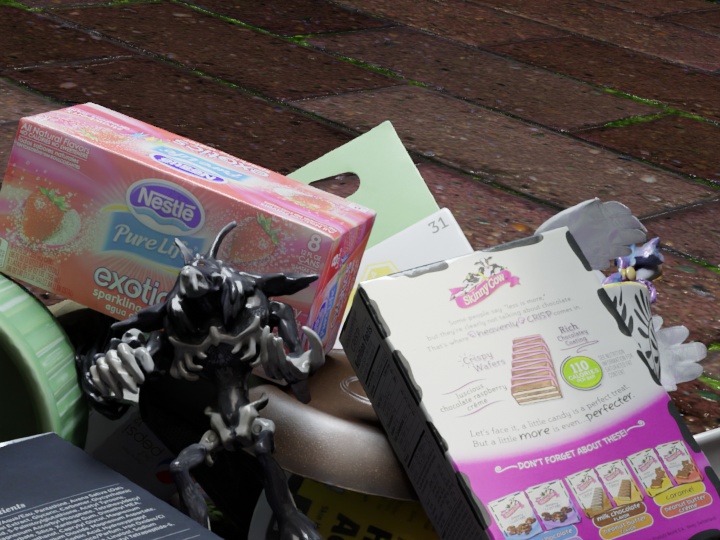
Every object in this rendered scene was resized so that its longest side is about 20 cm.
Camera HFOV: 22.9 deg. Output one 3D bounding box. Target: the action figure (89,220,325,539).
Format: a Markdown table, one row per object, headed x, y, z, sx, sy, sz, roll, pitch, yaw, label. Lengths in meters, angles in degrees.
| x | y | z | sx | sy | sz | roll | pitch | yaw | label |
| --- | --- | --- | --- | --- | --- | --- | --- | --- | --- |
| -0.071 | 0.059 | 0.920 | 0.119 | 0.200 | 0.102 | -13 | -19 | 2 | action figure |

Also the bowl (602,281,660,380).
| x | y | z | sx | sy | sz | roll | pitch | yaw | label |
| --- | --- | --- | --- | --- | --- | --- | --- | --- | --- |
| 0.129 | 0.101 | 1.188 | 0.201 | 0.201 | 0.094 | -11 | 63 | -40 | bowl |

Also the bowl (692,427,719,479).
| x | y | z | sx | sy | sz | roll | pitch | yaw | label |
| --- | --- | --- | --- | --- | --- | --- | --- | --- | --- |
| 0.188 | 0.155 | 1.066 | 0.201 | 0.091 | 0.201 | -17 | -12 | -4 | bowl |

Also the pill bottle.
| x | y | z | sx | sy | sz | roll | pitch | yaw | label |
| --- | --- | --- | --- | --- | --- | --- | --- | --- | --- |
| 0.044 | 0.171 | 0.999 | 0.200 | 0.112 | 0.111 | 18 | 22 | 29 | pill bottle |

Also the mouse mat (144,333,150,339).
| x | y | z | sx | sy | sz | roll | pitch | yaw | label |
| --- | --- | --- | --- | --- | --- | --- | --- | --- | --- |
| -0.112 | 0.058 | 1.300 | 0.161 | 0.008 | 0.200 | 31 | 8 | -26 | mouse mat |

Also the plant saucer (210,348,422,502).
| x | y | z | sx | sy | sz | roll | pitch | yaw | label |
| --- | --- | --- | --- | --- | --- | --- | --- | --- | --- |
| 0.013 | 0.084 | 1.035 | 0.200 | 0.032 | 0.200 | 11 | 13 | -3 | plant saucer |

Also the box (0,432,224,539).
| x | y | z | sx | sy | sz | roll | pitch | yaw | label |
| --- | --- | --- | --- | --- | --- | --- | --- | --- | --- |
| -0.136 | 0.186 | 0.844 | 0.104 | 0.148 | 0.200 | -12 | 28 | -43 | box |

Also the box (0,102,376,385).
| x | y | z | sx | sy | sz | roll | pitch | yaw | label |
| --- | --- | --- | --- | --- | --- | --- | --- | --- | --- |
| -0.106 | -0.019 | 1.047 | 0.200 | 0.095 | 0.103 | 21 | 15 | 11 | box |

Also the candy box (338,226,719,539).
| x | y | z | sx | sy | sz | roll | pitch | yaw | label |
| --- | --- | --- | --- | --- | --- | --- | --- | --- | --- |
| 0.092 | 0.084 | 0.941 | 0.136 | 0.061 | 0.200 | -14 | 60 | -23 | candy box |

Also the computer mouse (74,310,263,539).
| x | y | z | sx | sy | sz | roll | pitch | yaw | label |
| --- | --- | --- | --- | --- | --- | --- | --- | --- | --- |
| -0.090 | 0.090 | 1.088 | 0.053 | 0.200 | 0.139 | -34 | 27 | 13 | computer mouse |

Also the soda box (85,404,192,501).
| x | y | z | sx | sy | sz | roll | pitch | yaw | label |
| --- | --- | --- | --- | --- | --- | --- | --- | --- | --- |
| -0.165 | 0.087 | 1.193 | 0.064 | 0.068 | 0.200 | 44 | 3 | -27 | soda box |

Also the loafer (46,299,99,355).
| x | y | z | sx | sy | sz | roll | pitch | yaw | label |
| --- | --- | --- | --- | --- | --- | --- | --- | --- | --- |
| -0.238 | 0.077 | 1.149 | 0.200 | 0.076 | 0.067 | -21 | 17 | 1 | loafer |

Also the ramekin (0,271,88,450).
| x | y | z | sx | sy | sz | roll | pitch | yaw | label |
| --- | --- | --- | --- | --- | --- | --- | --- | --- | --- |
| -0.253 | 0.086 | 1.018 | 0.200 | 0.200 | 0.098 | 10 | 12 | 8 | ramekin |

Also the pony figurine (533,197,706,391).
| x | y | z | sx | sy | sz | roll | pitch | yaw | label |
| --- | --- | --- | --- | --- | --- | --- | --- | --- | --- |
| 0.178 | 0.023 | 1.445 | 0.193 | 0.167 | 0.200 | -19 | 10 | 29 | pony figurine |

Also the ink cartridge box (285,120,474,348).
| x | y | z | sx | sy | sz | roll | pitch | yaw | label |
| --- | --- | --- | --- | --- | --- | --- | --- | --- | --- |
| 0.000 | 0.000 | 1.200 | 0.145 | 0.048 | 0.200 | -28 | 68 | -1 | ink cartridge box |
